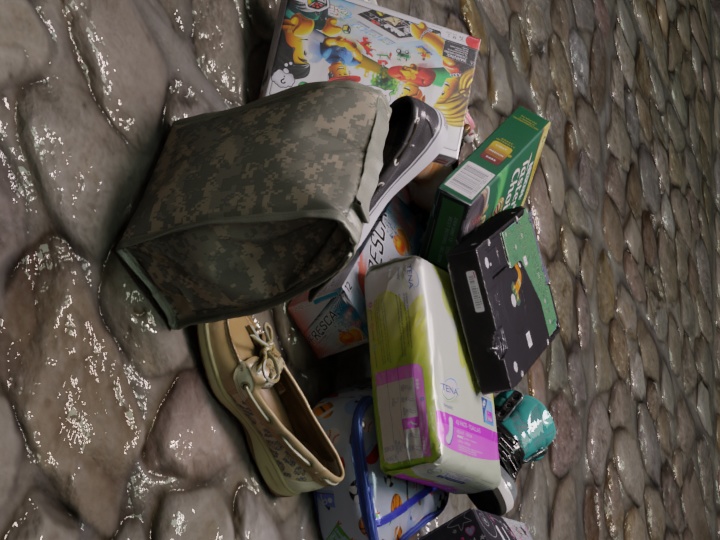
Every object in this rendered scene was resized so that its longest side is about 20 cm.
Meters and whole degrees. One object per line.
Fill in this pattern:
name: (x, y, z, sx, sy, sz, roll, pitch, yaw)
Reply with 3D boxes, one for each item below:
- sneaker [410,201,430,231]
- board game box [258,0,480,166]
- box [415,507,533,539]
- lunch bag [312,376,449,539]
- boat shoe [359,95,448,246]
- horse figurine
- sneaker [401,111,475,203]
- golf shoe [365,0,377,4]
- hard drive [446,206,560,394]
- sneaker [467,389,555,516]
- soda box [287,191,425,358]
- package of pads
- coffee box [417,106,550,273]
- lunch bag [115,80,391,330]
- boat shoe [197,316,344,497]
sneaker: (0.077, -0.011, 1.550, 0.089, 0.074, 0.201, 52, 37, -39)
board game box: (0.010, -0.189, 1.361, 0.198, 0.035, 0.127, 15, 77, -14)
box: (0.107, 0.310, 1.354, 0.115, 0.132, 0.200, 61, 12, 21)
lunch bag: (0.024, 0.186, 1.362, 0.200, 0.075, 0.162, -15, 95, -63)
boat shoe: (-0.004, -0.081, 1.304, 0.066, 0.200, 0.070, 32, 19, -49)
horse figurine: (0.081, -0.113, 1.465, 0.133, 0.050, 0.200, -55, 153, -17)
sneaker: (0.067, -0.137, 1.548, 0.076, 0.104, 0.201, 59, 33, -36)
golf shoe: (-0.014, -0.227, 1.460, 0.201, 0.078, 0.098, -69, 145, -46)
hard drive: (0.143, 0.024, 1.390, 0.200, 0.038, 0.141, -36, 112, -63)
sneaker: (0.151, 0.184, 1.461, 0.084, 0.120, 0.200, 66, -9, -15)
soda box: (0.000, 0.000, 1.388, 0.064, 0.068, 0.200, 58, 31, -20)
package of pads: (0.067, 0.099, 1.322, 0.154, 0.068, 0.202, 28, 53, -57)
coffee box: (0.128, -0.076, 1.472, 0.200, 0.044, 0.124, -45, 156, -48)
lunch bag: (-0.068, -0.056, 1.130, 0.118, 0.198, 0.165, 58, 32, -35)
boat shoe: (-0.075, 0.102, 1.203, 0.201, 0.062, 0.073, 64, 30, -26)
